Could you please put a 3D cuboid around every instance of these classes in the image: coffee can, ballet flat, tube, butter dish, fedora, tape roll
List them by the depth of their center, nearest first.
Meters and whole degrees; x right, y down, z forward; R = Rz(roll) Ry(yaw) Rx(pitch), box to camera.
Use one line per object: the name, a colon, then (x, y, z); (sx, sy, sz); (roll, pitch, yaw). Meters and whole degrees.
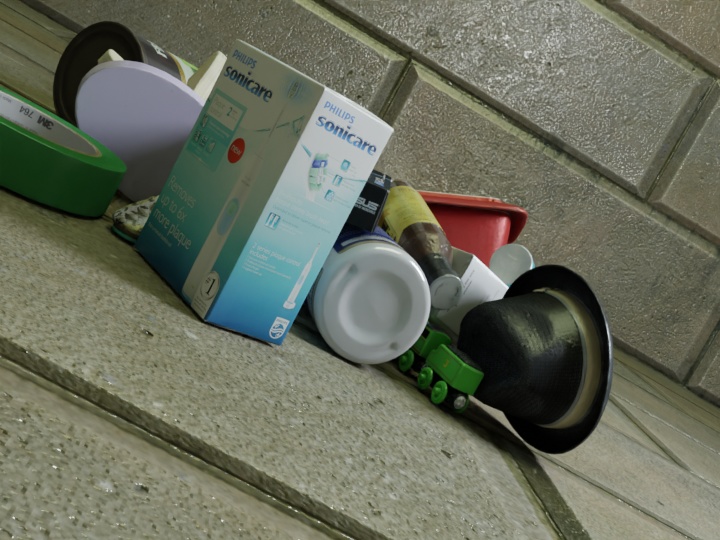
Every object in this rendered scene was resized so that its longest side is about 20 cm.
tape roll: (-0.305, -0.117, 0.899); (0.198, 0.049, 0.201); (30, 7, -4)
ballet flat: (-0.151, -0.046, 0.965); (0.072, 0.073, 0.199); (34, 8, 32)
fedora: (0.154, 0.084, 0.991); (0.090, 0.205, 0.200); (3, 18, -24)
tube: (0.197, 0.036, 1.241); (0.077, 0.050, 0.201); (40, -9, 29)
butter dish: (0.106, -0.010, 1.305); (0.195, 0.151, 0.200); (5, -11, 2)
coffee can: (-0.280, -0.219, 1.335); (0.145, 0.148, 0.199); (33, 7, 26)

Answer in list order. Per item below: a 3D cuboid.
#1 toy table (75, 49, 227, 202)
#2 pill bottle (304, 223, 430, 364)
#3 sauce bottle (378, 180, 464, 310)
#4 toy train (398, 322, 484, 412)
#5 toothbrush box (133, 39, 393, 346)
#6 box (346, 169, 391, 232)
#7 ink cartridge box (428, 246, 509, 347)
toy table: (-0.209, -0.152, 1.087); (0.201, 0.182, 0.118); (56, 8, -28)
pill bottle: (-0.007, 0.008, 1.008); (0.110, 0.112, 0.200); (27, 8, -18)
sauce bottle: (0.060, -0.028, 1.083); (0.064, 0.065, 0.201); (26, 19, -25)
toy train: (0.061, 0.077, 1.033); (0.041, 0.057, 0.200); (25, 9, -31)
toothbrush box: (-0.084, -0.066, 0.839); (0.085, 0.202, 0.146); (23, 10, -43)
box: (-0.049, -0.097, 1.019); (0.158, 0.044, 0.200); (23, 9, -1)
ink cartridge box: (0.128, 0.054, 1.169); (0.199, 0.087, 0.146); (37, -6, -32)
